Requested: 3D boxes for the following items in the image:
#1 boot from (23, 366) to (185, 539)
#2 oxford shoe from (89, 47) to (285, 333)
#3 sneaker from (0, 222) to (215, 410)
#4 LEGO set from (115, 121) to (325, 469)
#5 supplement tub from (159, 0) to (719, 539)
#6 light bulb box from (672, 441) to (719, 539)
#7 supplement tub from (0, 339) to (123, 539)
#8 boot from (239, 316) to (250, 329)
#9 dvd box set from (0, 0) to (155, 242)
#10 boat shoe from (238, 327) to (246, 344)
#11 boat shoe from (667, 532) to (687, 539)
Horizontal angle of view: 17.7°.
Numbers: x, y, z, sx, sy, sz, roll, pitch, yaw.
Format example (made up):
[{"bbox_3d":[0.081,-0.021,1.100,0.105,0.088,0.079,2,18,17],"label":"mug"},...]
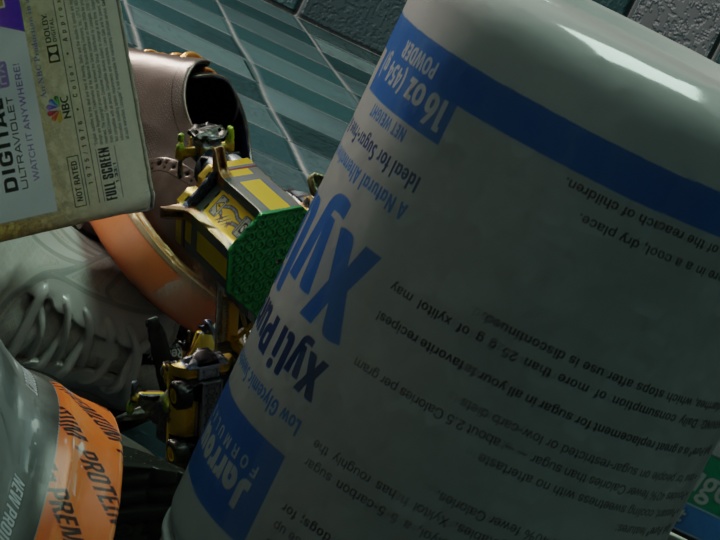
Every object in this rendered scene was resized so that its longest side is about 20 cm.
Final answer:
[{"bbox_3d":[-0.145,0.047,0.694,0.200,0.068,0.130,25,1,-40],"label":"boot"},{"bbox_3d":[-0.083,-0.061,0.924,0.071,0.073,0.200,34,15,-49],"label":"oxford shoe"},{"bbox_3d":[-0.114,0.015,0.888,0.081,0.075,0.200,41,16,23],"label":"sneaker"},{"bbox_3d":[0.000,0.000,0.807,0.199,0.154,0.116,-19,34,-23],"label":"LEGO set"},{"bbox_3d":[0.036,0.027,0.638,0.132,0.201,0.132,25,11,-5],"label":"supplement tub"},{"bbox_3d":[0.152,0.086,1.030,0.198,0.125,0.200,25,11,-11],"label":"light bulb box"},{"bbox_3d":[-0.159,0.039,0.484,0.199,0.123,0.123,22,11,-21],"label":"supplement tub"},{"bbox_3d":[-0.062,-0.009,1.123,0.198,0.074,0.162,20,8,-21],"label":"boot"},{"bbox_3d":[-0.164,-0.069,0.672,0.199,0.147,0.029,-15,10,-31],"label":"dvd box set"},{"bbox_3d":[0.010,0.064,0.928,0.072,0.073,0.200,16,14,-44],"label":"boat shoe"},{"bbox_3d":[0.097,0.123,0.846,0.060,0.076,0.200,28,9,41],"label":"boat shoe"}]
